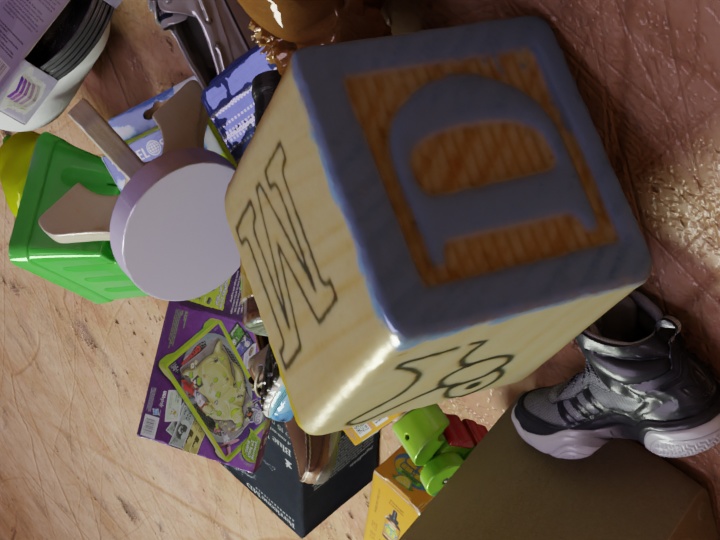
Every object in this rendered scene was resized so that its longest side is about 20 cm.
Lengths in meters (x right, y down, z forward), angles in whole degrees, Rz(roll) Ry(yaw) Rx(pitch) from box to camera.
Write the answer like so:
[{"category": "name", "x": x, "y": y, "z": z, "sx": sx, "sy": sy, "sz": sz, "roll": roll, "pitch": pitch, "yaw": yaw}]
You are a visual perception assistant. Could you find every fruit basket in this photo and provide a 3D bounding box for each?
[{"category": "fruit basket", "x": -0.302, "y": -0.061, "z": 1.432, "sx": 0.214, "sy": 0.157, "sz": 0.216, "roll": 12, "pitch": 169, "yaw": 2}]

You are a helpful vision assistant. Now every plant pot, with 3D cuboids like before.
[{"category": "plant pot", "x": 0.175, "y": 0.243, "z": 1.088, "sx": 0.176, "sy": 0.200, "sz": 0.201, "roll": 8, "pitch": 129, "yaw": 40}]

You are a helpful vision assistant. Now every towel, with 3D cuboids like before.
[{"category": "towel", "x": -0.033, "y": -0.096, "z": 1.113, "sx": 0.144, "sy": 0.024, "sz": 0.201, "roll": -32, "pitch": 88, "yaw": 33}]

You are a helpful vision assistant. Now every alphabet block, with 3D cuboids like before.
[{"category": "alphabet block", "x": 0.041, "y": -0.026, "z": 0.926, "sx": 0.200, "sy": 0.194, "sz": 0.198, "roll": -51, "pitch": 54, "yaw": 60}]

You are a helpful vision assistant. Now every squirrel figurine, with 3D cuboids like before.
[{"category": "squirrel figurine", "x": -0.057, "y": -0.209, "z": 0.986, "sx": 0.186, "sy": 0.141, "sz": 0.201, "roll": 22, "pitch": 137, "yaw": 54}]

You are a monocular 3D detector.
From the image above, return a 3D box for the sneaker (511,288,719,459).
[{"category": "sneaker", "x": 0.174, "y": 0.072, "z": 1.011, "sx": 0.199, "sy": 0.075, "sz": 0.114, "roll": -7, "pitch": 116, "yaw": 52}]

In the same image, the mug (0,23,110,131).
[{"category": "mug", "x": -0.329, "y": -0.245, "z": 1.353, "sx": 0.187, "sy": 0.149, "sz": 0.153, "roll": 52, "pitch": 145, "yaw": -11}]

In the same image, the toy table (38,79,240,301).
[{"category": "toy table", "x": -0.173, "y": -0.067, "z": 1.181, "sx": 0.117, "sy": 0.184, "sz": 0.200, "roll": 44, "pitch": 163, "yaw": 24}]

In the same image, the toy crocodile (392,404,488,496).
[{"category": "toy crocodile", "x": 0.091, "y": 0.153, "z": 1.158, "sx": 0.200, "sy": 0.062, "sz": 0.068, "roll": 28, "pitch": -155, "yaw": -46}]

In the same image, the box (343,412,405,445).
[{"category": "box", "x": 0.059, "y": 0.073, "z": 1.134, "sx": 0.042, "sy": 0.119, "sz": 0.200, "roll": 52, "pitch": 152, "yaw": 2}]

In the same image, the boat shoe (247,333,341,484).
[{"category": "boat shoe", "x": -0.062, "y": 0.090, "z": 1.191, "sx": 0.076, "sy": 0.071, "sz": 0.201, "roll": 114, "pitch": 151, "yaw": -51}]

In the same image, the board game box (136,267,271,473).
[{"category": "board game box", "x": -0.127, "y": 0.074, "z": 1.289, "sx": 0.119, "sy": 0.032, "sz": 0.201, "roll": 17, "pitch": 97, "yaw": 14}]

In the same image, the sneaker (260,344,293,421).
[{"category": "sneaker", "x": -0.007, "y": 0.054, "z": 1.091, "sx": 0.090, "sy": 0.079, "sz": 0.200, "roll": 32, "pitch": 116, "yaw": -18}]

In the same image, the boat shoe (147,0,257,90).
[{"category": "boat shoe", "x": -0.142, "y": -0.225, "z": 1.164, "sx": 0.201, "sy": 0.065, "sz": 0.073, "roll": 58, "pitch": 152, "yaw": -8}]

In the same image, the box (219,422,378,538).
[{"category": "box", "x": -0.087, "y": 0.132, "z": 1.424, "sx": 0.196, "sy": 0.117, "sz": 0.201, "roll": 38, "pitch": 149, "yaw": 27}]

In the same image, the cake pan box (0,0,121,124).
[{"category": "cake pan box", "x": -0.297, "y": -0.251, "z": 1.228, "sx": 0.200, "sy": 0.185, "sz": 0.052, "roll": 42, "pitch": -172, "yaw": 36}]

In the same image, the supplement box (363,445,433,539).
[{"category": "supplement box", "x": 0.047, "y": 0.254, "z": 1.409, "sx": 0.066, "sy": 0.069, "sz": 0.201, "roll": 39, "pitch": 150, "yaw": 23}]

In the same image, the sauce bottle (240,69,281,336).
[{"category": "sauce bottle", "x": -0.060, "y": -0.052, "z": 1.053, "sx": 0.065, "sy": 0.064, "sz": 0.202, "roll": 140, "pitch": 133, "yaw": -62}]

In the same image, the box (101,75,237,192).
[{"category": "box", "x": -0.153, "y": -0.070, "z": 1.315, "sx": 0.121, "sy": 0.048, "sz": 0.201, "roll": -22, "pitch": 105, "yaw": 24}]
